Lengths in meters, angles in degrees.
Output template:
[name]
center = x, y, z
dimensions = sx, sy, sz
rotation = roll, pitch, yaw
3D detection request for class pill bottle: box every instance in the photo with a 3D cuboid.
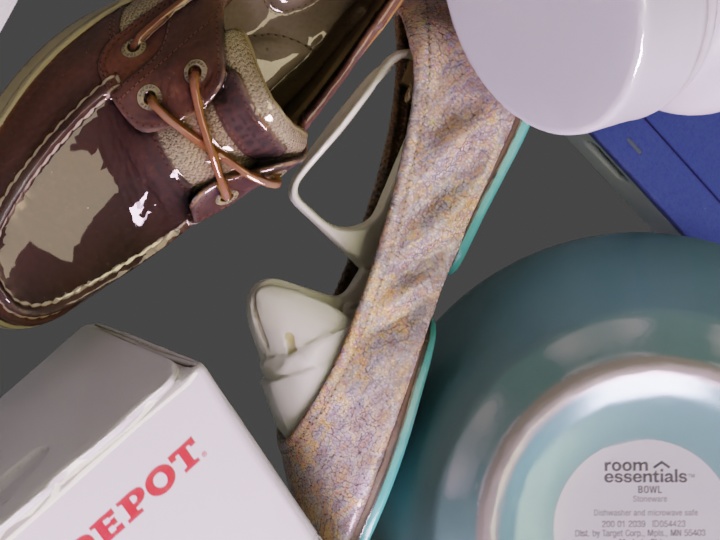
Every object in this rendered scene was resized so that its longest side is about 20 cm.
[pill bottle]
center = 0.132, -0.117, 0.856
dimensions = 0.199, 0.114, 0.114
rotation = -20, 109, -34

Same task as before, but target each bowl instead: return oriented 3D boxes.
[bowl]
center = 0.097, 0.086, 0.867
dimensions = 0.200, 0.105, 0.202
rotation = 0, 89, 2

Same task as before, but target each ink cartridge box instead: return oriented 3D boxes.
[ink cartridge box]
center = -0.072, 0.139, 0.844
dimensions = 0.145, 0.084, 0.200
rotation = -41, 117, -17

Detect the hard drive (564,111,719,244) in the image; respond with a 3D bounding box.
[hard drive]
center = 0.147, -0.117, 0.959
dimensions = 0.132, 0.025, 0.200
rotation = 44, 77, -29

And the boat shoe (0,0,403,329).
[boat shoe]
center = -0.048, -0.057, 0.829
dimensions = 0.200, 0.072, 0.072
rotation = -43, 117, -17

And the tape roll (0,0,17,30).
[tape roll]
center = -0.148, -0.077, 0.691
dimensions = 0.037, 0.203, 0.203
rotation = 31, 83, -31

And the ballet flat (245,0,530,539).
[ballet flat]
center = 0.000, 0.000, 0.880
dimensions = 0.067, 0.068, 0.201
rotation = 22, 86, -11
